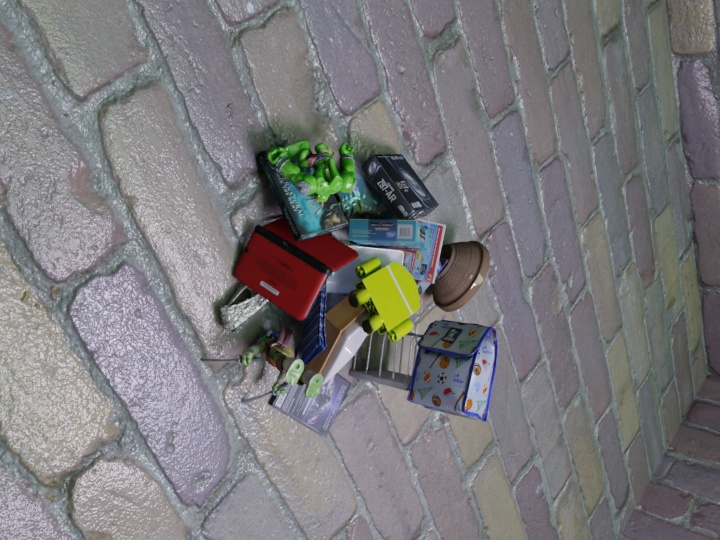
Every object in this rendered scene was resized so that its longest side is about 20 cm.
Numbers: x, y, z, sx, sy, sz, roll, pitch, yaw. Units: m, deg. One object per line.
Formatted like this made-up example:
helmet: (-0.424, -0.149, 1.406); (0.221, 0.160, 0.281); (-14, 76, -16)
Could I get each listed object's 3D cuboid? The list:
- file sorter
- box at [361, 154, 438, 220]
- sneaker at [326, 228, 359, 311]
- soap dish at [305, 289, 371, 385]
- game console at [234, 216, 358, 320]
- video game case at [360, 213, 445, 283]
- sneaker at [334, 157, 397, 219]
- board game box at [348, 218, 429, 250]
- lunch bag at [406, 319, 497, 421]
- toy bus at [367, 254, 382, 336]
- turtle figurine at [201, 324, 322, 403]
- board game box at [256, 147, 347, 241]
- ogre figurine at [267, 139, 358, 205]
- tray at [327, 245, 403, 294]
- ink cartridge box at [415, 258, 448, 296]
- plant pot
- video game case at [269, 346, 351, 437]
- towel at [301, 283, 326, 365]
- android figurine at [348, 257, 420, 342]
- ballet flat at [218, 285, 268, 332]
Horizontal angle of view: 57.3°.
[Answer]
file sorter: (0.092, 0.212, 1.612); (0.137, 0.197, 0.128); (8, 87, -43)
box: (0.096, -0.196, 1.547); (0.162, 0.043, 0.199); (55, 24, 7)
sneaker: (-0.059, -0.002, 1.524); (0.079, 0.075, 0.206); (13, 85, -30)
soap dish: (-0.046, 0.146, 1.473); (0.157, 0.081, 0.202); (-39, 162, -46)
game console: (-0.133, -0.011, 1.370); (0.175, 0.197, 0.118); (-62, 157, 3)
video game case: (0.098, -0.061, 1.602); (0.017, 0.195, 0.147); (54, 48, -87)
sneaker: (0.004, -0.146, 1.533); (0.200, 0.079, 0.131); (46, 67, -11)
board game box: (0.069, -0.080, 1.481); (0.200, 0.147, 0.048); (13, 80, -76)
lunch bag: (0.210, 0.215, 1.477); (0.123, 0.167, 0.205); (29, 72, -45)
toy bus: (0.009, 0.053, 1.563); (0.078, 0.063, 0.206); (-51, 152, -84)
turtle figurine: (-0.183, 0.217, 1.349); (0.198, 0.192, 0.147); (-29, 118, -33)
board game box: (-0.122, -0.168, 1.387); (0.133, 0.028, 0.203); (-18, 77, -42)
ogre figurine: (-0.085, -0.207, 1.353); (0.197, 0.098, 0.122); (9, 47, -48)
tray: (0.000, 0.000, 1.494); (0.195, 0.022, 0.111); (5, 96, -17)
ink cartridge box: (0.123, 0.019, 1.660); (0.200, 0.118, 0.043); (-47, 127, -28)
plant pot: (0.240, -0.003, 1.735); (0.092, 0.200, 0.204); (32, 73, -21)
video game case: (-0.113, 0.288, 1.546); (0.200, 0.019, 0.145); (42, 68, -41)
towel: (-0.096, 0.090, 1.410); (0.023, 0.145, 0.205); (10, 65, -17)
android figurine: (0.059, 0.057, 1.443); (0.199, 0.041, 0.185); (-31, 92, -45)
ballet flat: (-0.214, 0.051, 1.381); (0.199, 0.071, 0.073); (-38, 121, -34)
